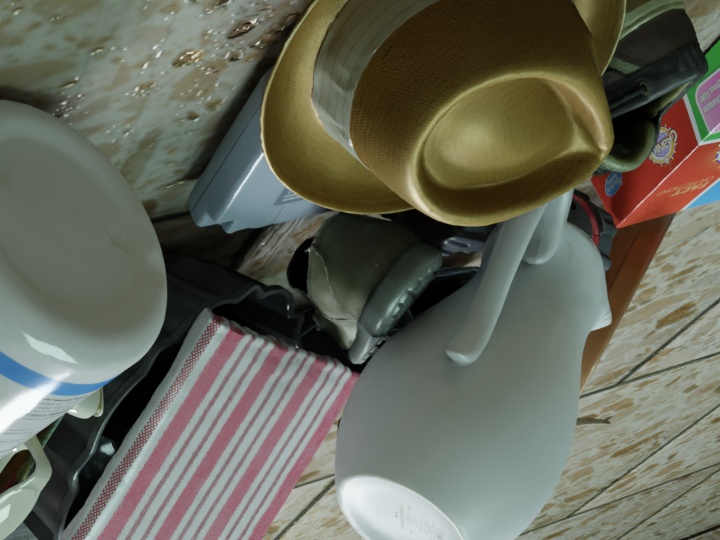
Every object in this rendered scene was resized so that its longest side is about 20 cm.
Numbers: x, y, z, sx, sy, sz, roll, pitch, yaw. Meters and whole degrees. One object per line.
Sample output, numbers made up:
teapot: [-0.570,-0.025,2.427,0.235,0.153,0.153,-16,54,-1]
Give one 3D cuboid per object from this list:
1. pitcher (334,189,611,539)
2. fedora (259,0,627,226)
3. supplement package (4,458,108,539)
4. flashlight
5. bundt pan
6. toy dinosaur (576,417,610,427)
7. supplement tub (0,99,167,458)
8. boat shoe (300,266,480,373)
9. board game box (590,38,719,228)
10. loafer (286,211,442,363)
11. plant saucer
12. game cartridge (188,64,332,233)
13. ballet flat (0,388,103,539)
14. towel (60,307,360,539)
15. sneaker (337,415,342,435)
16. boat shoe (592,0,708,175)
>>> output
pitcher: [0.066,0.047,0.997,0.200,0.121,0.172,-56,155,-33]
fedora: [0.054,-0.078,0.833,0.200,0.082,0.201,-23,144,-18]
supplement package: [-0.260,0.152,1.112,0.200,0.111,0.156,-7,155,-43]
flashlight: [0.093,-0.028,1.136,0.068,0.068,0.200,-50,155,14]
bundt pan: [-0.124,0.076,1.036,0.202,0.076,0.202,-45,155,-28]
toy dinosaur: [0.058,0.117,1.125,0.106,0.061,0.200,-32,176,-23]
supplement tub: [-0.193,0.029,0.807,0.200,0.132,0.132,-33,161,29]
boat shoe: [0.011,0.042,1.218,0.199,0.072,0.068,-16,163,-34]
board game box: [0.257,-0.105,1.172,0.153,0.040,0.200,-15,160,-28]
loafer: [0.000,0.000,1.036,0.075,0.070,0.200,-50,178,-11]
plant saucer: [0.169,0.034,1.318,0.201,0.032,0.200,-60,172,-13]
game cartridge: [0.020,-0.079,0.944,0.199,0.042,0.133,-14,155,-31]
ballet flat: [-0.170,0.076,0.907,0.069,0.071,0.201,35,81,-50]
towel: [-0.080,0.099,1.026,0.147,0.030,0.200,-58,155,2]
sneaker: [0.070,0.085,1.221,0.075,0.071,0.200,-38,169,35]
boat shoe: [0.133,-0.084,1.025,0.072,0.066,0.201,-19,162,-23]
